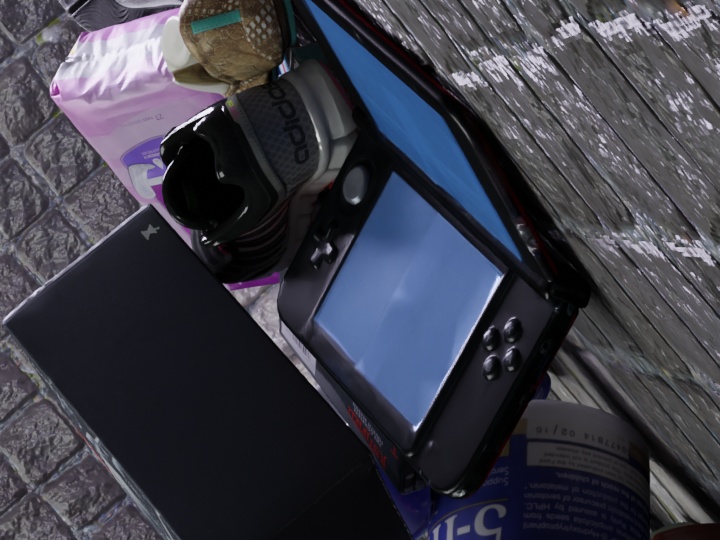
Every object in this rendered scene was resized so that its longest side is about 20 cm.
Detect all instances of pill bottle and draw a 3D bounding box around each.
[{"bbox_3d":[0.092,0.181,1.528,0.120,0.119,0.201,54,-147,-54],"label":"pill bottle"}]

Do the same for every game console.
[{"bbox_3d":[0.004,-0.022,1.340,0.118,0.173,0.200,19,-164,-35],"label":"game console"}]

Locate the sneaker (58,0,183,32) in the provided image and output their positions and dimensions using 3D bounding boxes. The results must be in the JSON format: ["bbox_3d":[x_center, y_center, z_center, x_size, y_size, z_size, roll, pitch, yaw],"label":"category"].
[{"bbox_3d":[-0.136,-0.155,1.961,0.201,0.076,0.115,46,173,26],"label":"sneaker"}]

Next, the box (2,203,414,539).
[{"bbox_3d":[-0.072,0.098,1.548,0.200,0.104,0.182,47,170,29],"label":"box"}]

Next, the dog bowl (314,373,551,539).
[{"bbox_3d":[0.016,0.100,1.738,0.079,0.200,0.200,48,177,-7],"label":"dog bowl"}]

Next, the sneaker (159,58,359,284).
[{"bbox_3d":[-0.069,-0.043,1.519,0.074,0.087,0.200,66,156,13],"label":"sneaker"}]

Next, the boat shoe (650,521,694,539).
[{"bbox_3d":[0.190,0.195,1.603,0.072,0.070,0.201,54,173,-14],"label":"boat shoe"}]

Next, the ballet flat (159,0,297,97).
[{"bbox_3d":[-0.073,-0.124,1.523,0.200,0.065,0.071,123,133,-84],"label":"ballet flat"}]

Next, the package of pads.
[{"bbox_3d":[-0.091,-0.077,1.844,0.120,0.076,0.200,-10,133,35],"label":"package of pads"}]

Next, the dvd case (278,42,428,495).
[{"bbox_3d":[0.000,0.000,1.535,0.146,0.022,0.201,51,148,40],"label":"dvd case"}]

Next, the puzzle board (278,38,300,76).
[{"bbox_3d":[-0.022,-0.034,1.671,0.151,0.017,0.201,-157,51,-82],"label":"puzzle board"}]

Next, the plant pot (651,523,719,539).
[{"bbox_3d":[0.176,0.236,1.352,0.196,0.200,0.201,57,-178,41],"label":"plant pot"}]
